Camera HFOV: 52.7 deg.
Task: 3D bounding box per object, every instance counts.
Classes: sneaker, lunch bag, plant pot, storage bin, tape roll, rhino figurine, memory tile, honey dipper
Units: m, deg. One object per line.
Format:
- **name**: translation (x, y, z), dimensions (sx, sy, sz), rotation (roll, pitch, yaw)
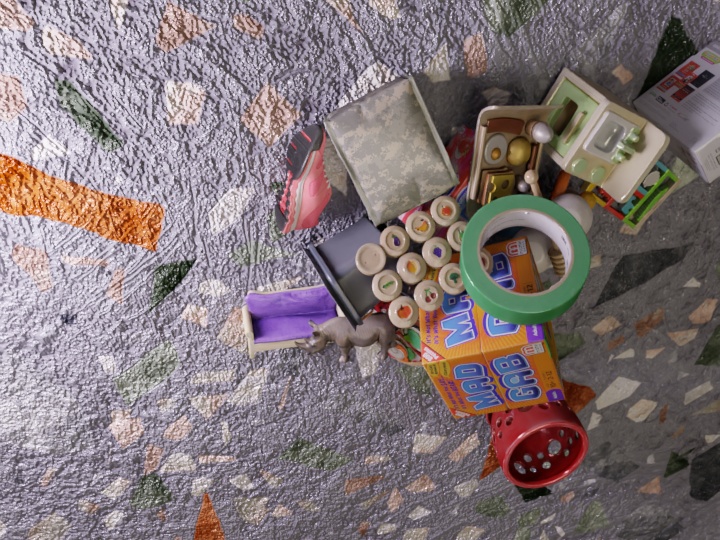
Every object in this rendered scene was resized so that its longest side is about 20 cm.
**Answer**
- **sneaker**: translation (-0.084, -0.156, 1.233), dimensions (0.085, 0.074, 0.203), rotation (-1, 129, -31)
- **lunch bag**: translation (0.052, -0.191, 1.181), dimensions (0.161, 0.118, 0.203), rotation (-26, 106, 5)
- **plant pot**: translation (0.378, 0.346, 1.614), dimensions (0.195, 0.184, 0.204), rotation (-7, 126, -10)
- **storage bin**: translation (0.000, 0.000, 1.271), dimensions (0.133, 0.200, 0.147), rotation (-34, 112, -1)
- **tape roll**: translation (0.252, -0.019, 1.121), dimensions (0.196, 0.204, 0.048), rotation (-16, 152, -3)
- **rhino figurine**: translation (-0.025, 0.119, 1.328), dimensions (0.195, 0.060, 0.089), rotation (-4, 127, -7)
- **memory tile**: translation (0.103, -0.016, 1.171), dimensions (0.198, 0.017, 0.155), rotation (-32, 84, -7)
- **honey dipper**: translation (0.312, -0.080, 1.204), dimensions (0.037, 0.038, 0.203), rotation (-25, 117, 3)

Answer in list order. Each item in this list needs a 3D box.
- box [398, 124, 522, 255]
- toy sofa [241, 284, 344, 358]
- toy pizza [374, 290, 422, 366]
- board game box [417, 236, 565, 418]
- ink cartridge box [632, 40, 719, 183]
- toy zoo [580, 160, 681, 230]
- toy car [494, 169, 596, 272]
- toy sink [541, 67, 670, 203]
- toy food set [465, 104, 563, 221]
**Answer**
- **box**: translation (0.171, -0.133, 1.260), dimensions (0.095, 0.100, 0.202), rotation (29, 101, -37)
- **toy sofa**: translation (-0.122, 0.093, 1.371), dimensions (0.195, 0.083, 0.099), rotation (-5, 126, -12)
- **toy pizza**: translation (0.067, 0.112, 1.385), dimensions (0.032, 0.197, 0.203), rotation (-46, 136, -35)
- **board game box**: translation (0.221, 0.102, 1.240), dimensions (0.196, 0.203, 0.201), rotation (-13, 140, 18)
- **ink cartridge box**: translation (0.599, -0.276, 1.239), dimensions (0.174, 0.202, 0.084), rotation (-38, 126, 14)
- **toy zoo**: translation (0.512, -0.173, 1.398), dimensions (0.198, 0.021, 0.132), rotation (27, 113, -28)
- **toy car**: translation (0.324, -0.098, 1.332), dimensions (0.200, 0.175, 0.150), rotation (-43, 89, 16)
- **toy sink**: translation (0.386, -0.227, 1.211), dimensions (0.110, 0.201, 0.132), rotation (14, 121, -31)
- **toy food set**: translation (0.253, -0.170, 1.182), dimensions (0.140, 0.060, 0.204), rotation (-8, 117, -26)
